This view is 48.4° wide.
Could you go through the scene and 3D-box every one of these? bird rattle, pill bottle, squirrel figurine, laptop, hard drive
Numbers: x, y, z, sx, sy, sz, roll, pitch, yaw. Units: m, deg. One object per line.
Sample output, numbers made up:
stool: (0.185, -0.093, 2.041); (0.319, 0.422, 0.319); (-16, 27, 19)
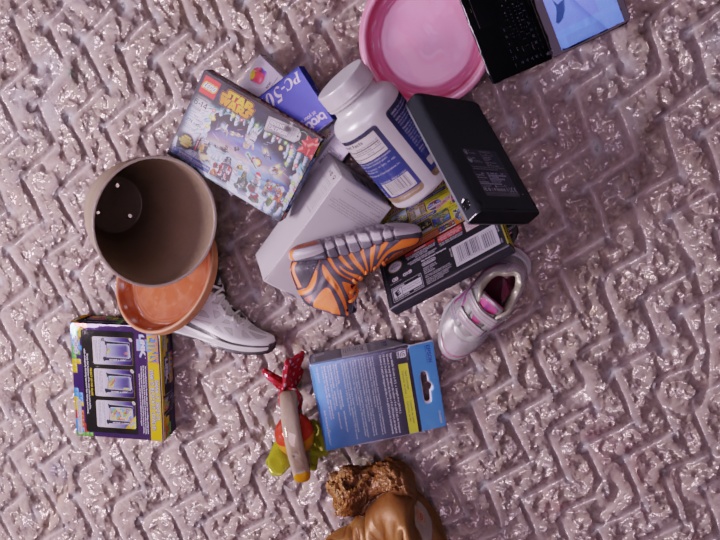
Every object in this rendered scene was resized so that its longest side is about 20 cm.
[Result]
bird rattle: (-0.100, 0.241, 1.273); (0.110, 0.163, 0.204); (-4, 110, -7)
pill bottle: (0.032, -0.198, 1.151); (0.110, 0.111, 0.200); (-37, 112, 15)
squirrel figurine: (0.015, 0.409, 1.308); (0.185, 0.141, 0.203); (-24, 82, 24)
laptop: (0.245, -0.383, 1.104); (0.198, 0.103, 0.180); (-27, 97, -29)
hard drive: (0.156, -0.155, 1.109); (0.033, 0.138, 0.202); (-43, 61, 39)

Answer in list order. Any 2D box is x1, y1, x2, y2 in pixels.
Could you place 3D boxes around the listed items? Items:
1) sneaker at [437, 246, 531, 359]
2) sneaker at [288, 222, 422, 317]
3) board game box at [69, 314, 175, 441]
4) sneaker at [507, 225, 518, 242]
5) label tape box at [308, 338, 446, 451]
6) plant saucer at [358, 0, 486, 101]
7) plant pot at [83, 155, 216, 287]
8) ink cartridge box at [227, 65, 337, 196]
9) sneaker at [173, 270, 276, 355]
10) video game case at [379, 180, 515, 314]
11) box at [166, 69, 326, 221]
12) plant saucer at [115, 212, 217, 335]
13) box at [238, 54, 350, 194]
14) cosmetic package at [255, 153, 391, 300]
sneaker: (0.182, 0.054, 1.212); (0.081, 0.088, 0.202); (33, 105, 2)
sneaker: (0.000, 0.000, 1.159); (0.196, 0.078, 0.114); (-13, 101, 2)
board game box: (-0.403, 0.181, 1.363); (0.162, 0.057, 0.204); (2, 101, 8)
sneaker: (0.151, -0.032, 1.210); (0.198, 0.081, 0.086); (-26, 124, 26)
label tape box: (0.026, 0.191, 1.276); (0.196, 0.066, 0.146); (-11, 99, -4)
plant saucer: (0.097, -0.340, 1.171); (0.197, 0.051, 0.204); (2, 101, 9)
plant pot: (-0.345, -0.089, 1.221); (0.185, 0.199, 0.191); (-10, 107, -33)
ink cartridge box: (-0.140, -0.208, 1.202); (0.199, 0.044, 0.095); (-33, 95, 15)
sneaker: (-0.224, 0.061, 1.296); (0.197, 0.076, 0.117); (16, 98, 2)
video game case: (0.112, -0.056, 1.167); (0.198, 0.025, 0.183); (-29, 51, 21)
box: (-0.167, -0.182, 1.168); (0.198, 0.040, 0.138); (30, 105, 1)
plant saucer: (-0.307, 0.005, 1.281); (0.197, 0.032, 0.204); (-10, 69, 25)
box: (-0.120, -0.207, 1.242); (0.199, 0.041, 0.157); (39, 105, 0)
cosmetic package: (-0.059, -0.058, 1.217); (0.107, 0.085, 0.201); (30, 108, -32)
